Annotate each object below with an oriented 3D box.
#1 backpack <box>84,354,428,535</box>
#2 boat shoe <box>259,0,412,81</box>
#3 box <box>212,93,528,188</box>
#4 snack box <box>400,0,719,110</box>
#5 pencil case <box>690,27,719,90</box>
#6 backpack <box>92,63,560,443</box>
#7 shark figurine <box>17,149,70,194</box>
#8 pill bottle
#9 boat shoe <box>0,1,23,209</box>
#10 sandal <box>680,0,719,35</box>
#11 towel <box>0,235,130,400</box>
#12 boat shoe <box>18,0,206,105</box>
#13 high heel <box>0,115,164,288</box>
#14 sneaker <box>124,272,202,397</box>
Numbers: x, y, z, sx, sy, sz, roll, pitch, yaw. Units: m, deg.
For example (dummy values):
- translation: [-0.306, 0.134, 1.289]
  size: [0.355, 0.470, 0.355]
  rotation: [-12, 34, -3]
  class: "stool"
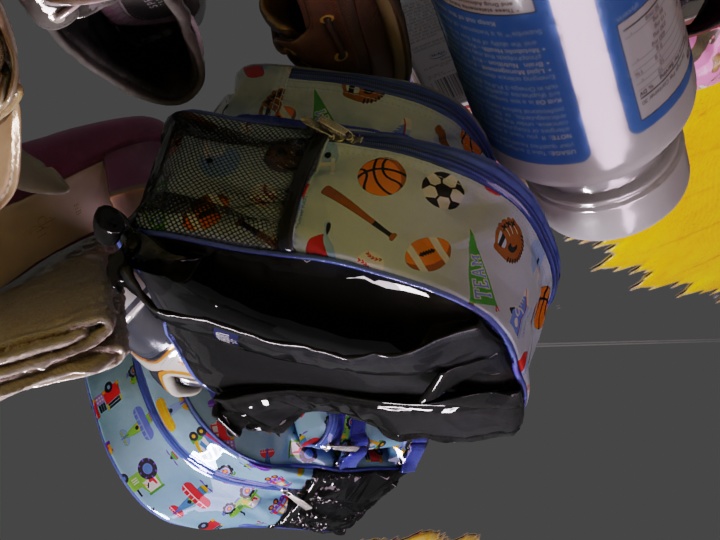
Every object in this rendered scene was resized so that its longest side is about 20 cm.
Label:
- translation: [-0.073, 0.076, 1.156]
  size: [0.199, 0.184, 0.134]
  rotation: [6, 143, -42]
  class: "backpack"
- translation: [-0.017, -0.133, 0.846]
  size: [0.067, 0.073, 0.201]
  rotation: [-18, 154, -5]
  class: "boat shoe"
- translation: [0.000, -0.059, 1.034]
  size: [0.199, 0.083, 0.068]
  rotation: [-7, 155, -38]
  class: "box"
- translation: [0.115, -0.142, 0.969]
  size: [0.198, 0.072, 0.024]
  rotation: [-21, 155, -12]
  class: "snack box"
- translation: [0.142, -0.128, 1.026]
  size: [0.198, 0.083, 0.087]
  rotation: [-22, 160, -13]
  class: "pencil case"
- translation: [0.000, 0.000, 0.844]
  size: [0.189, 0.155, 0.200]
  rotation: [15, 159, 21]
  class: "backpack"
- translation: [-0.249, -0.033, 0.788]
  size: [0.213, 0.090, 0.128]
  rotation: [0, 150, -47]
  class: "shark figurine"
- translation: [0.097, -0.112, 0.836]
  size: [0.111, 0.113, 0.201]
  rotation: [-24, 132, -1]
  class: "pill bottle"
- translation: [-0.171, -0.081, 0.706]
  size: [0.071, 0.065, 0.201]
  rotation: [-32, 147, -17]
  class: "boat shoe"
- translation: [0.182, -0.163, 0.892]
  size: [0.199, 0.048, 0.075]
  rotation: [-33, 144, 14]
  class: "sandal"
- translation: [-0.182, 0.021, 0.901]
  size: [0.131, 0.035, 0.200]
  rotation: [-18, -158, -1]
  class: "towel"
- translation: [-0.103, -0.116, 0.743]
  size: [0.066, 0.058, 0.200]
  rotation: [-18, 171, 8]
  class: "boat shoe"
- translation: [-0.186, -0.039, 0.896]
  size: [0.198, 0.096, 0.068]
  rotation: [-16, 121, -8]
  class: "high heel"
- translation: [-0.104, 0.027, 1.028]
  size: [0.079, 0.079, 0.200]
  rotation: [-49, -175, 4]
  class: "sneaker"
